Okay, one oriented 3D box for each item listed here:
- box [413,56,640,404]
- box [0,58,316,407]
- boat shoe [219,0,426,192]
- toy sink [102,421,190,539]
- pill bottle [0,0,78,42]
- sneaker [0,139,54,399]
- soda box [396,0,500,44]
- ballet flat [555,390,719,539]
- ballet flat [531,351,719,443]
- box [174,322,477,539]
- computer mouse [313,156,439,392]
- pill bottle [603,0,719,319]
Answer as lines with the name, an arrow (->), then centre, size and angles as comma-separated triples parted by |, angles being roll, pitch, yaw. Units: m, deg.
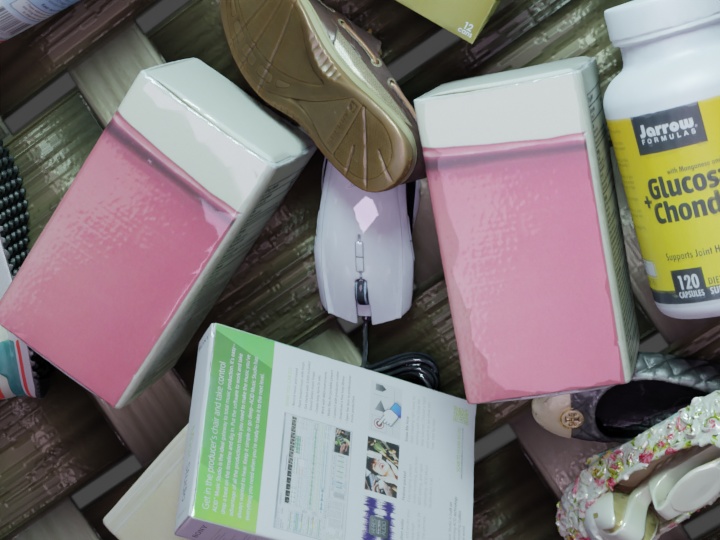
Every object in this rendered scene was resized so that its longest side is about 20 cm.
box -> 0.111, -0.029, 1.171 | 0.108, 0.128, 0.201 | -9, 98, 13
box -> -0.137, -0.028, 1.215 | 0.109, 0.128, 0.201 | 35, 105, 4
boat shoe -> -0.018, -0.134, 1.212 | 0.200, 0.072, 0.072 | 48, 122, 22
toy sink -> -0.059, 0.190, 1.249 | 0.200, 0.130, 0.112 | 42, 106, 0
pill bottle -> -0.196, -0.238, 1.205 | 0.199, 0.109, 0.109 | -25, 95, 15
sneaker -> -0.282, 0.000, 1.288 | 0.093, 0.070, 0.201 | -9, 101, 7
soda box -> 0.007, -0.230, 1.176 | 0.199, 0.068, 0.064 | 30, 115, 1
ballet flat -> 0.192, 0.144, 1.185 | 0.075, 0.064, 0.200 | 35, 130, -10
ballet flat -> 0.213, 0.093, 1.205 | 0.198, 0.057, 0.067 | 0, 127, 12
box -> -0.019, 0.128, 1.182 | 0.199, 0.145, 0.036 | 19, 143, -20
computer mouse -> 0.000, 0.000, 1.244 | 0.109, 0.044, 0.202 | 2, 101, 12
pill bottle -> 0.218, -0.078, 1.148 | 0.111, 0.112, 0.201 | -15, 98, 14
